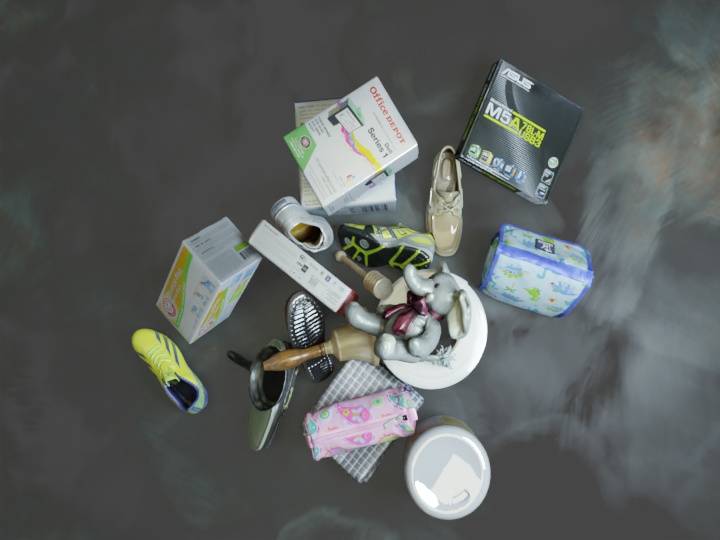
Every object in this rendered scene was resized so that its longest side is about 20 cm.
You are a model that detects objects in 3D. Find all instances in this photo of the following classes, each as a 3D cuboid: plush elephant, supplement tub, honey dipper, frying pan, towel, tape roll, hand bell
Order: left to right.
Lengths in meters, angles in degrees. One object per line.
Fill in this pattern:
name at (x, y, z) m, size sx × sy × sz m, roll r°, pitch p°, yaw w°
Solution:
frying pan at (-0.188, 0.200, 1.270) m, size 0.187 × 0.030 × 0.119 m, roll -14°, pitch 68°, yaw 46°
hand bell at (-0.073, 0.139, 1.203) m, size 0.194 × 0.104 × 0.107 m, roll -14°, pitch 84°, yaw -10°
honey dipper at (0.000, 0.000, 1.257) m, size 0.037 × 0.200 × 0.039 m, roll -8°, pitch 112°, yaw -21°
towel at (0.000, 0.266, 1.272) m, size 0.164 × 0.086 × 0.202 m, roll 37°, pitch 88°, yaw 7°
plush elephant at (0.099, 0.062, 1.111) m, size 0.196 × 0.165 × 0.158 m, roll 20°, pitch 100°, yaw -22°
tape roll at (0.124, 0.106, 1.251) m, size 0.196 × 0.139 × 0.210 m, roll 0°, pitch 85°, yaw 5°
supplement tub at (0.144, 0.332, 1.196) m, size 0.141 × 0.200 × 0.150 m, roll 0°, pitch 85°, yaw 4°

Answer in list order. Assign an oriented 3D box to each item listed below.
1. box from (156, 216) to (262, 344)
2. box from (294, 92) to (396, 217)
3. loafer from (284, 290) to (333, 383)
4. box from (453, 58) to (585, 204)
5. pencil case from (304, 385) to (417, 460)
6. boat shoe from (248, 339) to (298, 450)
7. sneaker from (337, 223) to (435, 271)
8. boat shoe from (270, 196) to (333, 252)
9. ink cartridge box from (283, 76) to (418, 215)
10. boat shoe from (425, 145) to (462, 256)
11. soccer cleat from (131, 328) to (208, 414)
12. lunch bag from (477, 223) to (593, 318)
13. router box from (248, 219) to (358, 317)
box at (-0.277, 0.021, 1.251) m, size 0.101 × 0.201 × 0.112 m, roll 45°, pitch 45°, yaw 8°
box at (-0.026, -0.213, 1.309) m, size 0.178 × 0.105 × 0.207 m, roll -4°, pitch 85°, yaw 4°
loafer at (-0.103, 0.115, 1.256) m, size 0.072 × 0.204 × 0.071 m, roll -23°, pitch 38°, yaw -19°
box at (0.297, -0.255, 1.291) m, size 0.196 × 0.047 × 0.197 m, roll 26°, pitch 89°, yaw -13°
pencil case at (0.002, 0.262, 1.190) m, size 0.194 × 0.087 × 0.090 m, roll -15°, pitch 84°, yaw 4°
boat shoe at (-0.157, 0.235, 1.295) m, size 0.071 × 0.060 × 0.207 m, roll 10°, pitch 85°, yaw 48°
sneaker at (0.049, -0.051, 1.312) m, size 0.195 × 0.077 × 0.077 m, roll 17°, pitch 45°, yaw 18°
boat shoe at (-0.092, -0.065, 1.250) m, size 0.070 × 0.200 × 0.070 m, roll -38°, pitch 65°, yaw 4°
ink cartridge box at (-0.014, -0.217, 1.213) m, size 0.197 × 0.084 × 0.147 m, roll -32°, pitch 83°, yaw 1°
boat shoe at (0.160, -0.131, 1.307) m, size 0.070 × 0.065 × 0.207 m, roll 3°, pitch 85°, yaw 5°
soccer cleat at (-0.362, 0.185, 1.307) m, size 0.065 × 0.084 × 0.200 m, roll -43°, pitch 83°, yaw 0°
lunch bag at (0.304, 0.000, 1.216) m, size 0.165 × 0.200 × 0.131 m, roll 17°, pitch 86°, yaw 6°
router box at (-0.098, 0.001, 1.257) m, size 0.198 × 0.180 × 0.049 m, roll 38°, pitch 87°, yaw 6°
